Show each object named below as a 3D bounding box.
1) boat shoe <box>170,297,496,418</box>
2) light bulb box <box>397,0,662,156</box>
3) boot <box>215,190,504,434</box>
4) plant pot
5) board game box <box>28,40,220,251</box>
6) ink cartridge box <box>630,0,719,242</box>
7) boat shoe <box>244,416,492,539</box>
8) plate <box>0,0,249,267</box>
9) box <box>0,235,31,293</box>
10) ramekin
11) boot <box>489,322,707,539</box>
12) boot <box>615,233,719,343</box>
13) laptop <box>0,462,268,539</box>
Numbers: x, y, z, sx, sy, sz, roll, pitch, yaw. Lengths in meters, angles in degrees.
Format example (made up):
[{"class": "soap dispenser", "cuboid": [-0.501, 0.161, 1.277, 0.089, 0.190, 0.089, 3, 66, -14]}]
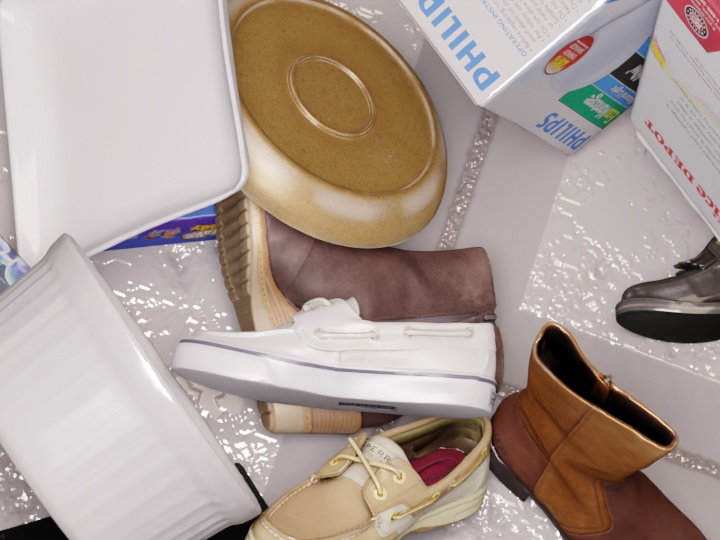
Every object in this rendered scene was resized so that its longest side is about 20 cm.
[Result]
[{"class": "boat shoe", "cuboid": [-0.014, 0.048, 1.562, 0.199, 0.072, 0.066, 5, 78, 1]}, {"class": "light bulb box", "cuboid": [0.146, -0.194, 1.636, 0.200, 0.198, 0.125, -40, 71, 13]}, {"class": "boot", "cuboid": [0.000, 0.000, 1.637, 0.165, 0.072, 0.201, -12, 95, -20]}, {"class": "plant pot", "cuboid": [-0.023, -0.104, 1.625, 0.199, 0.027, 0.201, 22, 45, -24]}, {"class": "board game box", "cuboid": [-0.111, -0.089, 1.679, 0.199, 0.045, 0.135, -6, 71, -11]}, {"class": "ink cartridge box", "cuboid": [0.251, -0.109, 1.590, 0.083, 0.200, 0.146, -30, 69, -16]}, {"class": "boat shoe", "cuboid": [0.008, 0.130, 1.562, 0.074, 0.067, 0.200, 32, 32, 28]}, {"class": "plate", "cuboid": [-0.143, -0.110, 1.583, 0.032, 0.199, 0.201, 14, 62, -48]}, {"class": "box", "cuboid": [-0.319, 0.031, 1.570, 0.148, 0.107, 0.200, 45, 69, 9]}, {"class": "ramekin", "cuboid": [-0.153, 0.087, 1.498, 0.097, 0.201, 0.201, -35, 78, -4]}, {"class": "boot", "cuboid": [0.167, 0.122, 1.563, 0.068, 0.200, 0.188, -41, 81, -20]}, {"class": "boot", "cuboid": [0.249, -0.049, 1.705, 0.199, 0.069, 0.175, -8, 74, -11]}, {"class": "laptop", "cuboid": [-0.123, 0.235, 1.549, 0.186, 0.117, 0.200, -15, 31, -15]}]
